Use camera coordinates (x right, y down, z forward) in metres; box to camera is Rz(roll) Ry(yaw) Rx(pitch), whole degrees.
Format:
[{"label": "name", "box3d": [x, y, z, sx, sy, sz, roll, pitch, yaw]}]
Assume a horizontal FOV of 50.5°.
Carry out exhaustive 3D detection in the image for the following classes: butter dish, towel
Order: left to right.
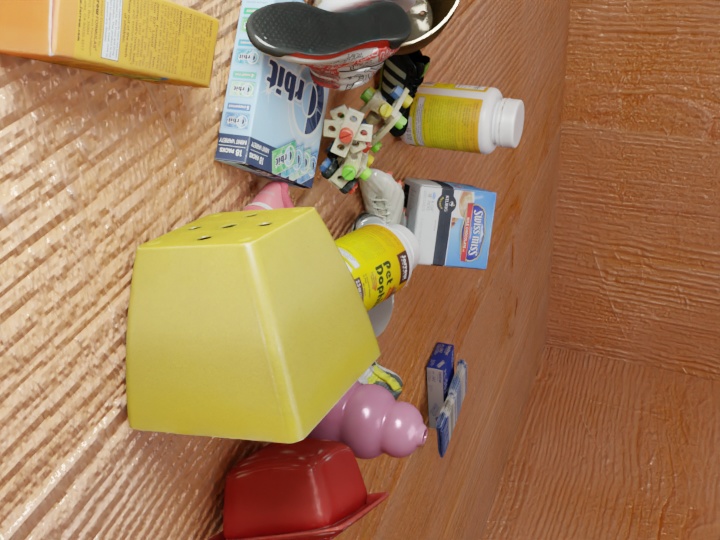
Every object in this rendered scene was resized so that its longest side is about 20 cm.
[{"label": "butter dish", "box3d": [-0.087, 0.265, 0.984, 0.200, 0.198, 0.149, 6, 71, -70]}, {"label": "towel", "box3d": [0.219, 0.328, 1.831, 0.147, 0.024, 0.201, 79, 29, -50]}]

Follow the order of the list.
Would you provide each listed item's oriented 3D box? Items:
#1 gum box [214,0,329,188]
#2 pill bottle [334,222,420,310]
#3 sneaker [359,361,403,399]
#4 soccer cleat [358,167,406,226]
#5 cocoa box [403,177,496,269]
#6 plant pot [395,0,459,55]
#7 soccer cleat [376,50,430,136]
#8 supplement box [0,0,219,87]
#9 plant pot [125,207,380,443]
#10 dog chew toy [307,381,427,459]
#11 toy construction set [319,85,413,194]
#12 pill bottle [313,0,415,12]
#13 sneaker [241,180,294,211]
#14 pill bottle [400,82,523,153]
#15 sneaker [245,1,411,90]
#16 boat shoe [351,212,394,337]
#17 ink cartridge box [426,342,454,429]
[{"label": "gum box", "box3d": [-0.093, -0.209, 0.893, 0.170, 0.044, 0.202, 8, 91, -69]}, {"label": "pill bottle", "box3d": [0.000, 0.000, 1.084, 0.200, 0.109, 0.110, -30, 128, -46]}, {"label": "sneaker", "box3d": [-0.014, 0.152, 1.231, 0.075, 0.084, 0.200, -51, 128, -15]}, {"label": "soccer cleat", "box3d": [0.037, -0.095, 1.248, 0.200, 0.069, 0.078, 63, 45, -61]}, {"label": "cocoa box", "box3d": [0.146, -0.086, 1.334, 0.200, 0.130, 0.134, -113, -150, -79]}, {"label": "plant pot", "box3d": [0.049, -0.370, 1.038, 0.200, 0.185, 0.188, -6, 105, -84]}, {"label": "soccer cleat", "box3d": [0.069, -0.302, 1.208, 0.068, 0.081, 0.201, -55, 148, -47]}, {"label": "supplement box", "box3d": [-0.196, -0.190, 0.612, 0.200, 0.066, 0.069, -19, 117, -65]}, {"label": "plant pot", "box3d": [-0.117, 0.039, 0.769, 0.200, 0.199, 0.178, -39, 124, -59]}, {"label": "dog chew toy", "box3d": [0.000, 0.215, 1.106, 0.124, 0.199, 0.126, 10, 90, -68]}, {"label": "toy construction set", "box3d": [0.002, -0.182, 1.037, 0.131, 0.092, 0.200, -43, -176, 28]}, {"label": "pill bottle", "box3d": [-0.010, -0.395, 0.880, 0.120, 0.119, 0.202, -19, 99, -66]}, {"label": "sneaker", "box3d": [-0.086, -0.028, 0.954, 0.201, 0.073, 0.087, 74, 32, -49]}, {"label": "pill bottle", "box3d": [0.172, -0.260, 1.306, 0.109, 0.199, 0.110, 11, 90, -68]}, {"label": "sneaker", "box3d": [-0.046, -0.238, 0.839, 0.200, 0.108, 0.068, -17, 79, -33]}, {"label": "boat shoe", "box3d": [0.014, 0.008, 1.219, 0.064, 0.070, 0.202, -138, -131, -71]}, {"label": "ink cartridge box", "box3d": [0.195, 0.281, 1.842, 0.094, 0.044, 0.201, -58, 150, -47]}]
